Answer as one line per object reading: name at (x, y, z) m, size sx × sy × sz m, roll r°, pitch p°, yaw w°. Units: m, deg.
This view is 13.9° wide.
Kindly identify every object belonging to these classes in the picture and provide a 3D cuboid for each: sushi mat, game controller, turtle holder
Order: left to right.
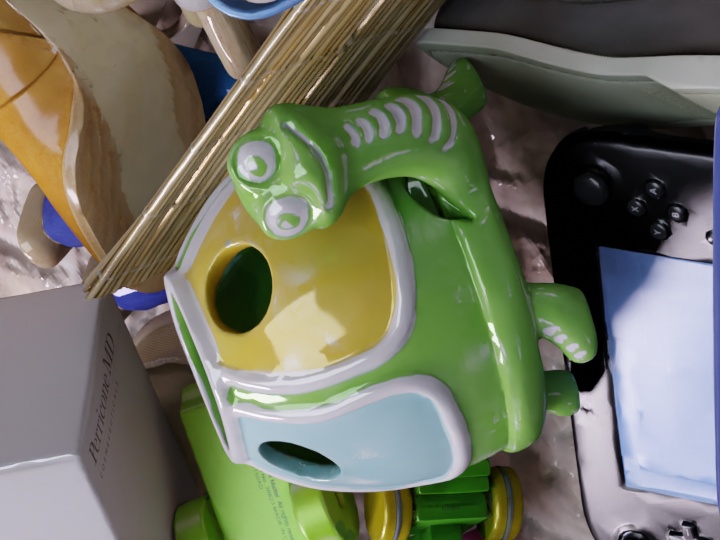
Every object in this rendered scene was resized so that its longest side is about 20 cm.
sushi mat at (-0.027, -0.058, 1.083) m, size 0.012 × 0.095 × 0.200 m, roll 56°, pitch 136°, yaw 16°
turtle holder at (0.003, 0.011, 1.047) m, size 0.186 × 0.131 × 0.142 m, roll 153°, pitch 96°, yaw -83°
game controller at (0.124, 0.037, 1.086) m, size 0.104 × 0.042 × 0.201 m, roll 16°, pitch 131°, yaw 34°

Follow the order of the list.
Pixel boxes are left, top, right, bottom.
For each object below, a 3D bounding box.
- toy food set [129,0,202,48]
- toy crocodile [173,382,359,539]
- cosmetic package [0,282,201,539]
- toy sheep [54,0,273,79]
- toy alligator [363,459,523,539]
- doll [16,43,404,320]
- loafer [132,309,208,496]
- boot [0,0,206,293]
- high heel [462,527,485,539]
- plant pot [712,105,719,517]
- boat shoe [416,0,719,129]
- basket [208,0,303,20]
toy food set at (-0.133, -0.176, 1.199) m, size 0.200 × 0.060 × 0.144 m, roll 46°, pitch 144°, yaw 13°
toy crocodile at (-0.018, 0.133, 1.187) m, size 0.067 × 0.062 × 0.201 m, roll -25°, pitch 88°, yaw 17°
cosmetic package at (-0.107, 0.113, 1.188) m, size 0.071 × 0.102 × 0.201 m, roll -10°, pitch 131°, yaw 12°
toy sheep at (-0.030, -0.155, 1.058) m, size 0.138 × 0.199 × 0.138 m, roll 57°, pitch 175°, yaw 8°
toy alligator at (0.029, 0.044, 1.178) m, size 0.054 × 0.059 × 0.201 m, roll -163°, pitch 72°, yaw -72°
doll at (-0.059, -0.041, 1.200) m, size 0.200 × 0.049 × 0.137 m, roll -26°, pitch 113°, yaw 41°
loafer at (-0.090, 0.079, 1.264) m, size 0.075 × 0.069 × 0.200 m, roll 32°, pitch 143°, yaw -17°
boot at (-0.142, -0.090, 1.159) m, size 0.144 × 0.071 × 0.202 m, roll 16°, pitch 137°, yaw 45°
high heel at (-0.013, 0.150, 1.263) m, size 0.199 × 0.067 × 0.097 m, roll 2°, pitch 95°, yaw 47°
plant pot at (0.220, 0.009, 0.913) m, size 0.179 × 0.200 × 0.201 m, roll 17°, pitch 122°, yaw 40°
boat shoe at (0.103, -0.086, 1.045) m, size 0.201 × 0.072 × 0.061 m, roll 11°, pitch 79°, yaw 47°
basket at (0.009, -0.189, 0.895) m, size 0.199 × 0.139 × 0.177 m, roll -22°, pitch 98°, yaw 12°
